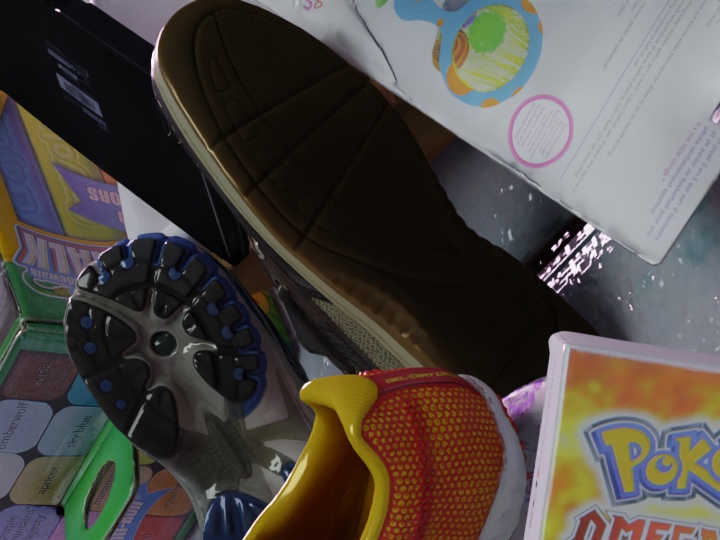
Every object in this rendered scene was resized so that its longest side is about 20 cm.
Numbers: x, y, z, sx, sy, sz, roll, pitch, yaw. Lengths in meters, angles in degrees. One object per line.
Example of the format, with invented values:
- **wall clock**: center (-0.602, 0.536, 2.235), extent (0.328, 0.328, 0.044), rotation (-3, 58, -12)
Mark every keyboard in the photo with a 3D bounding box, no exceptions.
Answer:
- **keyboard**: center (-0.100, -0.087, 1.066), extent (0.200, 0.021, 0.127), rotation (35, 148, 51)

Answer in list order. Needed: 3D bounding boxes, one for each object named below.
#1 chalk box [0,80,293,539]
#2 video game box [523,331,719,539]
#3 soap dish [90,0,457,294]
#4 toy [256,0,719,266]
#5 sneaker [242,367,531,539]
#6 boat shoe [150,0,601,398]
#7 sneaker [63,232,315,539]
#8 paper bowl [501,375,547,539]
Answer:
- **chalk box**: center (-0.115, 0.031, 1.171), extent (0.125, 0.123, 0.200), rotation (-56, 42, 34)
- **video game box**: center (0.130, 0.119, 0.708), extent (0.047, 0.199, 0.183), rotation (-131, 49, -89)
- **soap dish**: center (-0.031, -0.103, 1.103), extent (0.157, 0.081, 0.201), rotation (-43, 50, 46)
- **toy**: center (0.059, -0.095, 0.966), extent (0.200, 0.047, 0.115), rotation (35, 97, 30)
- **sneaker**: center (-0.019, 0.116, 0.856), extent (0.073, 0.077, 0.201), rotation (36, 115, 53)
- **boat shoe**: center (0.000, 0.000, 0.969), extent (0.200, 0.073, 0.065), rotation (48, 143, 3)
- **sneaker**: center (-0.027, 0.072, 1.046), extent (0.201, 0.077, 0.085), rotation (64, -171, -5)
- **paper bowl**: center (0.093, 0.131, 0.841), extent (0.200, 0.104, 0.202), rotation (-16, 71, 56)
